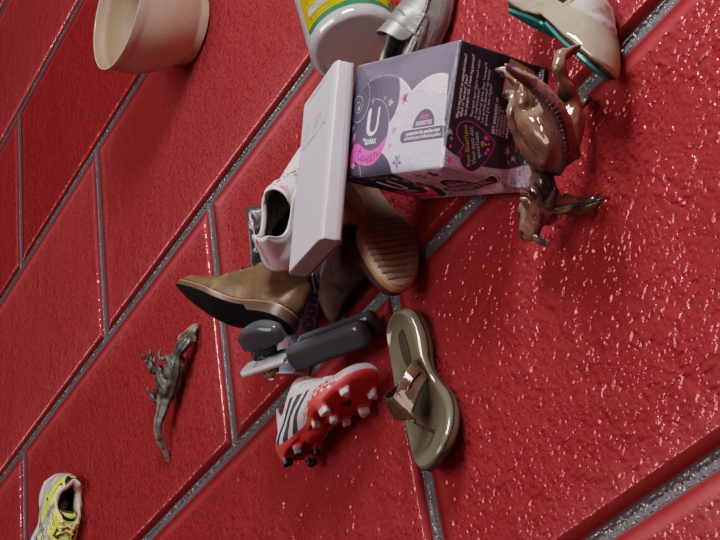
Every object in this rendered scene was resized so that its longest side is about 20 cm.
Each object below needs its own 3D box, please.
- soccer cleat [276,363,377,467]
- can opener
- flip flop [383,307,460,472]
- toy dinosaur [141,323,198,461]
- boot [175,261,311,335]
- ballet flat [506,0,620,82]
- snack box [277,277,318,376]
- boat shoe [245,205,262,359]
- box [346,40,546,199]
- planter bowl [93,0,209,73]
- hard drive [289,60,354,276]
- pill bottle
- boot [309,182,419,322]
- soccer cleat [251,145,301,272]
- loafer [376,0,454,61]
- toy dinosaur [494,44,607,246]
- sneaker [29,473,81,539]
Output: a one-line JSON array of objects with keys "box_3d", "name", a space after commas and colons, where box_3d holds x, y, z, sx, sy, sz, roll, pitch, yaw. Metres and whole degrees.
[{"box_3d": [-0.044, 0.147, 1.605, 0.200, 0.068, 0.086, -53, 42, 45], "name": "soccer cleat"}, {"box_3d": [-0.066, 0.082, 1.627, 0.199, 0.053, 0.067, -15, 108, 36], "name": "can opener"}, {"box_3d": [0.051, 0.121, 1.470, 0.081, 0.057, 0.201, -52, 39, 38], "name": "flip flop"}, {"box_3d": [-0.283, 0.165, 2.052, 0.088, 0.047, 0.202, 24, 104, 53], "name": "toy dinosaur"}, {"box_3d": [-0.141, 0.025, 1.746, 0.199, 0.074, 0.076, 10, 63, 37], "name": "boot"}, {"box_3d": [0.199, -0.242, 1.342, 0.070, 0.069, 0.200, -67, 31, 19], "name": "ballet flat"}, {"box_3d": [-0.076, 0.029, 1.756, 0.072, 0.024, 0.202, -6, 75, 60], "name": "snack box"}, {"box_3d": [-0.131, 0.016, 1.802, 0.067, 0.056, 0.202, 151, 127, -83], "name": "boat shoe"}, {"box_3d": [0.080, -0.148, 1.458, 0.200, 0.114, 0.133, 0, 80, 60], "name": "box"}, {"box_3d": [-0.319, -0.396, 2.219, 0.200, 0.134, 0.202, -27, 57, 53], "name": "planter bowl"}, {"box_3d": [-0.042, -0.108, 1.537, 0.132, 0.026, 0.202, 137, 139, -65], "name": "hard drive"}, {"box_3d": [-0.024, -0.330, 1.707, 0.113, 0.112, 0.201, -53, 38, 36], "name": "pill bottle"}, {"box_3d": [0.000, 0.000, 1.617, 0.201, 0.072, 0.167, -112, 32, -43], "name": "boot"}, {"box_3d": [-0.077, -0.093, 1.699, 0.068, 0.085, 0.201, 4, 61, 30], "name": "soccer cleat"}, {"box_3d": [0.055, -0.266, 1.588, 0.070, 0.069, 0.202, 15, 93, 60], "name": "loafer"}, {"box_3d": [0.171, -0.112, 1.266, 0.200, 0.085, 0.137, 62, -157, -67], "name": "toy dinosaur"}, {"box_3d": [-0.490, 0.424, 2.286, 0.076, 0.075, 0.202, -26, 59, 55], "name": "sneaker"}]
